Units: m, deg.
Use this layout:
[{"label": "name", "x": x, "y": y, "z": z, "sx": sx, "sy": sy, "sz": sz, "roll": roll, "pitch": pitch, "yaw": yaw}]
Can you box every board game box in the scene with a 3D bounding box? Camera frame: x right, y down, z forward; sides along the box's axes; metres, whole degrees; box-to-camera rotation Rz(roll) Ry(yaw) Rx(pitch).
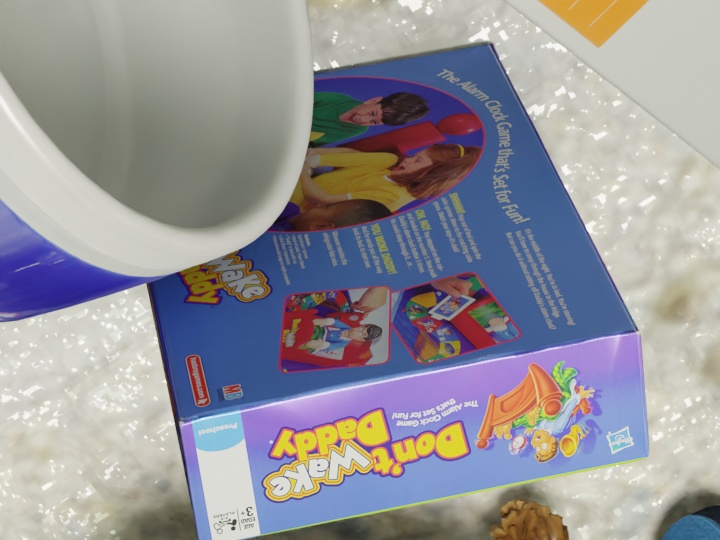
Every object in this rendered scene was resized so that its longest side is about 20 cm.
[{"label": "board game box", "x": 0.000, "y": 0.000, "z": 0.839, "sx": 0.134, "sy": 0.200, "sz": 0.045, "roll": -10, "pitch": 120, "yaw": -5}]

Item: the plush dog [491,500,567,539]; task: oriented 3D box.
[{"label": "plush dog", "x": -0.008, "y": 0.148, "z": 0.948, "sx": 0.171, "sy": 0.200, "sz": 0.162, "roll": 16, "pitch": 81, "yaw": -28}]

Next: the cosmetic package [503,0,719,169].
[{"label": "cosmetic package", "x": 0.098, "y": -0.108, "z": 0.820, "sx": 0.101, "sy": 0.071, "sz": 0.200, "roll": -46, "pitch": 149, "yaw": 11}]

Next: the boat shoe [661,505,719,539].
[{"label": "boat shoe", "x": 0.184, "y": 0.174, "z": 1.003, "sx": 0.068, "sy": 0.201, "sz": 0.084, "roll": -18, "pitch": 159, "yaw": -39}]

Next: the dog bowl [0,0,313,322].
[{"label": "dog bowl", "x": -0.098, "y": -0.089, "z": 0.767, "sx": 0.078, "sy": 0.201, "sz": 0.200, "roll": -19, "pitch": 123, "yaw": 27}]
